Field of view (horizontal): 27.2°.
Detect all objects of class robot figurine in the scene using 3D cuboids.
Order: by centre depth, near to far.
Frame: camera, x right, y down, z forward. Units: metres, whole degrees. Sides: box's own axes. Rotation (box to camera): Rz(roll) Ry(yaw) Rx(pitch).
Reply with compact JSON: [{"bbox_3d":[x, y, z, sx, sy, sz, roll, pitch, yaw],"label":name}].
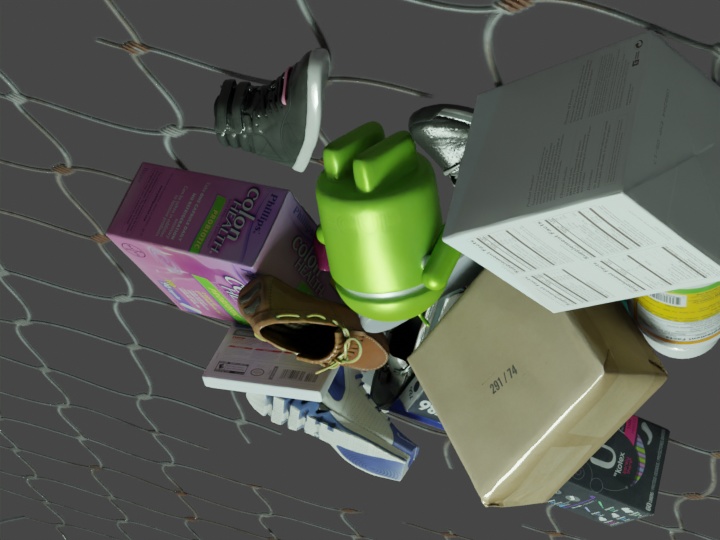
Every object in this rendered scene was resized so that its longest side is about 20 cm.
[{"bbox_3d":[0.022,-0.038,1.424,0.175,0.115,0.201,21,133,43],"label":"robot figurine"}]

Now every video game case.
[{"bbox_3d":[-0.074,0.064,1.666,0.142,0.200,0.018,5,132,22],"label":"video game case"}]

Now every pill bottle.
[{"bbox_3d":[0.306,0.006,1.407,0.110,0.112,0.200,9,155,15],"label":"pill bottle"}]

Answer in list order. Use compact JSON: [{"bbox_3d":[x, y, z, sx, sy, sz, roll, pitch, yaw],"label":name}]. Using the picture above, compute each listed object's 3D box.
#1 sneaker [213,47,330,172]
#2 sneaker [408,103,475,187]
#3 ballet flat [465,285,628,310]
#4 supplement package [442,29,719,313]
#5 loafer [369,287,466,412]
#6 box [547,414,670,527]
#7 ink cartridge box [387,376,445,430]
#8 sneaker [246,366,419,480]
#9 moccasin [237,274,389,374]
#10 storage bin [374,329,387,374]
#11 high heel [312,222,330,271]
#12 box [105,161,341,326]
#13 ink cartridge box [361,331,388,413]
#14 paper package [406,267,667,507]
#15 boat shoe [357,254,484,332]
[{"bbox_3d":[-0.084,-0.151,1.359,0.099,0.071,0.200,13,160,-5],"label":"sneaker"},{"bbox_3d":[0.123,-0.065,1.360,0.199,0.116,0.075,26,154,-21],"label":"sneaker"},{"bbox_3d":[0.201,0.025,1.581,0.199,0.069,0.071,17,174,7],"label":"ballet flat"},{"bbox_3d":[0.201,-0.075,1.247,0.150,0.152,0.200,31,152,-32],"label":"supplement package"},{"bbox_3d":[0.053,0.075,1.657,0.063,0.072,0.200,3,127,-43],"label":"loafer"},{"bbox_3d":[0.275,0.232,1.893,0.199,0.123,0.106,22,156,-14],"label":"box"},{"bbox_3d":[0.119,0.120,1.625,0.099,0.039,0.200,19,130,-21],"label":"ink cartridge box"},{"bbox_3d":[-0.014,0.138,1.652,0.199,0.115,0.081,28,153,5],"label":"sneaker"},{"bbox_3d":[-0.040,0.068,1.533,0.074,0.078,0.201,-34,142,20],"label":"moccasin"},{"bbox_3d":[0.134,0.111,1.758,0.199,0.094,0.135,3,153,29],"label":"storage bin"},{"bbox_3d":[0.000,0.000,1.598,0.067,0.097,0.200,1,152,29],"label":"high heel"},{"bbox_3d":[-0.140,-0.018,1.612,0.199,0.097,0.176,12,157,30],"label":"box"},{"bbox_3d":[-0.049,0.110,1.878,0.199,0.085,0.144,28,153,-23],"label":"ink cartridge box"},{"bbox_3d":[0.167,0.095,1.452,0.103,0.191,0.200,8,132,-42],"label":"paper package"},{"bbox_3d":[0.077,-0.013,1.527,0.200,0.070,0.071,-32,153,17],"label":"boat shoe"}]
